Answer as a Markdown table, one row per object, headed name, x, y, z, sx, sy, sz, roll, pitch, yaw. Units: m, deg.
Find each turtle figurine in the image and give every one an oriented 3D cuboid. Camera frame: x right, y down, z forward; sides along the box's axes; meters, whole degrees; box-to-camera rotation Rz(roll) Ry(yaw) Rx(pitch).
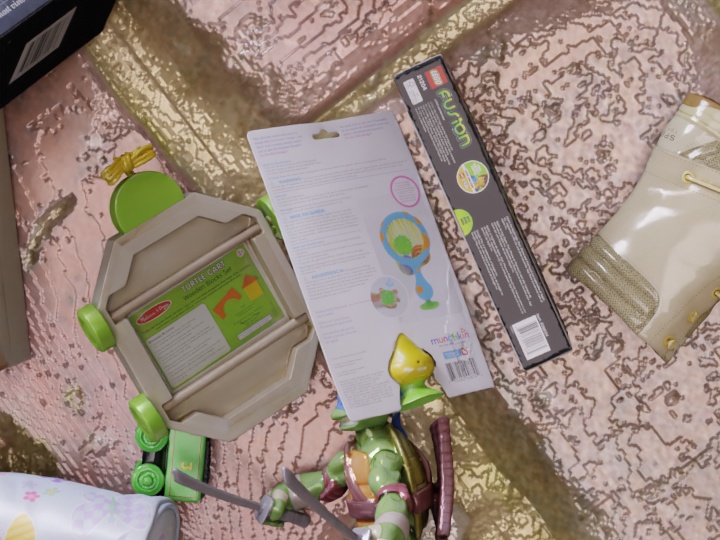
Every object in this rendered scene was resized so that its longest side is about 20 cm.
| name | x | y | z | sx | sy | sz | roll | pitch | yaw |
| --- | --- | --- | --- | --- | --- | --- | --- | --- | --- |
| turtle figurine | -0.015 | 0.184 | 1.151 | 0.144 | 0.200 | 0.194 | -15 | 98 | 35 |

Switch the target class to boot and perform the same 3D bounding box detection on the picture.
| name | x | y | z | sx | sy | sz | roll | pitch | yaw |
| --- | --- | --- | --- | --- | --- | --- | --- | --- | --- |
| boot | 0.250 | 0.002 | 1.149 | 0.200 | 0.073 | 0.156 | 36 | 96 | 4 |

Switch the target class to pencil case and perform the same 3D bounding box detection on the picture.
| name | x | y | z | sx | sy | sz | roll | pitch | yaw |
| --- | --- | --- | --- | --- | --- | --- | --- | --- | --- |
| pencil case | -0.221 | 0.174 | 1.189 | 0.199 | 0.091 | 0.083 | 10 | 103 | 9 |

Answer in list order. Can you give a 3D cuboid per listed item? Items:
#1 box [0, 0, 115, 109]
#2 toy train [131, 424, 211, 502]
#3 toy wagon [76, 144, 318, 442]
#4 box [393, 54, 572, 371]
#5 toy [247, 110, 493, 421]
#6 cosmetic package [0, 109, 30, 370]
| name | x | y | z | sx | sy | sz | roll | pitch | yaw |
| --- | --- | --- | --- | --- | --- | --- | --- | --- | --- |
| box | -0.270 | -0.197 | 1.117 | 0.182 | 0.200 | 0.104 | 38 | 135 | 2 |
| toy train | -0.120 | 0.062 | 1.207 | 0.056 | 0.042 | 0.201 | 6 | 94 | -5 |
| toy wagon | -0.109 | 0.010 | 1.167 | 0.155 | 0.040 | 0.200 | -32 | 103 | -17 |
| box | 0.079 | -0.038 | 1.146 | 0.035 | 0.110 | 0.200 | -24 | 92 | 6 |
| toy | 0.000 | 0.000 | 1.161 | 0.115 | 0.047 | 0.200 | -11 | 71 | -33 |
| cosmetic package | -0.290 | -0.029 | 1.193 | 0.103 | 0.087 | 0.201 | -7 | 93 | 7 |
